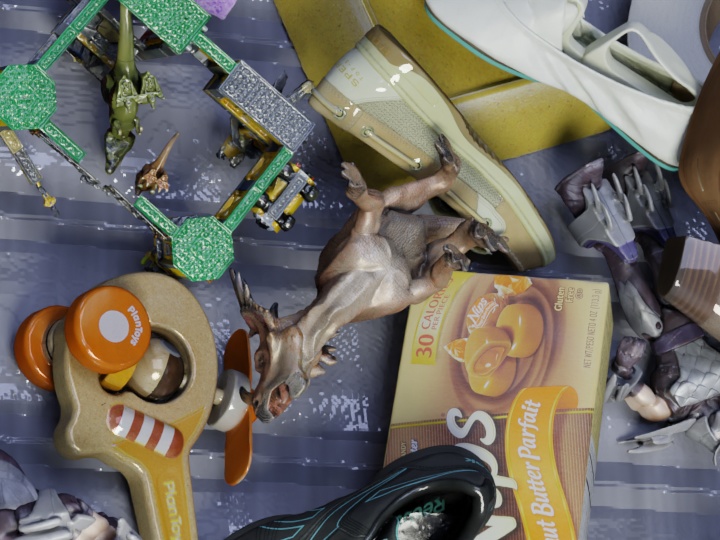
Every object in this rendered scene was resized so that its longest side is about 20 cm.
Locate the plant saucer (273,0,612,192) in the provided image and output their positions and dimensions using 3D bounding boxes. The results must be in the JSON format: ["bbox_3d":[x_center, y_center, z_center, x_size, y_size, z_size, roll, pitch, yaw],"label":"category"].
[{"bbox_3d":[0.053,-0.164,1.627,0.200,0.048,0.200,-17,77,-28],"label":"plant saucer"}]

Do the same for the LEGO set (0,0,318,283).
[{"bbox_3d":[-0.127,-0.088,1.499,0.200,0.116,0.154,33,81,-17],"label":"LEGO set"}]

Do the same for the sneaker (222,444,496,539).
[{"bbox_3d":[-0.015,0.155,1.395,0.200,0.079,0.075,-33,97,-6],"label":"sneaker"}]

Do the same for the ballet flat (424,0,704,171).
[{"bbox_3d":[0.135,-0.136,1.581,0.200,0.069,0.069,32,60,-8],"label":"ballet flat"}]

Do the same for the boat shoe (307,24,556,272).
[{"bbox_3d":[0.045,-0.059,1.543,0.063,0.073,0.201,-41,131,2],"label":"boat shoe"}]

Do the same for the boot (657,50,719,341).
[{"bbox_3d":[0.262,-0.037,1.555,0.146,0.070,0.200,16,93,-18],"label":"boot"}]

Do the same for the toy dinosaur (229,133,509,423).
[{"bbox_3d":[0.000,0.000,1.472,0.086,0.136,0.200,53,31,6],"label":"toy dinosaur"}]

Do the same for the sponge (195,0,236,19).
[{"bbox_3d":[-0.153,-0.226,1.544,0.200,0.030,0.112,29,29,-10],"label":"sponge"}]

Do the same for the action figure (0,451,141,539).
[{"bbox_3d":[-0.176,0.127,1.355,0.200,0.130,0.069,37,62,14],"label":"action figure"}]

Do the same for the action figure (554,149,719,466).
[{"bbox_3d":[0.185,0.027,1.594,0.130,0.069,0.200,-19,80,-34],"label":"action figure"}]

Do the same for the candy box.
[{"bbox_3d":[0.076,0.101,1.495,0.115,0.055,0.200,4,64,11],"label":"candy box"}]

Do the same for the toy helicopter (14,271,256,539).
[{"bbox_3d":[-0.105,0.099,1.446,0.132,0.079,0.200,-5,82,-35],"label":"toy helicopter"}]

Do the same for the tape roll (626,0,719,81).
[{"bbox_3d":[0.269,-0.146,1.664,0.203,0.037,0.203,-4,61,7],"label":"tape roll"}]
